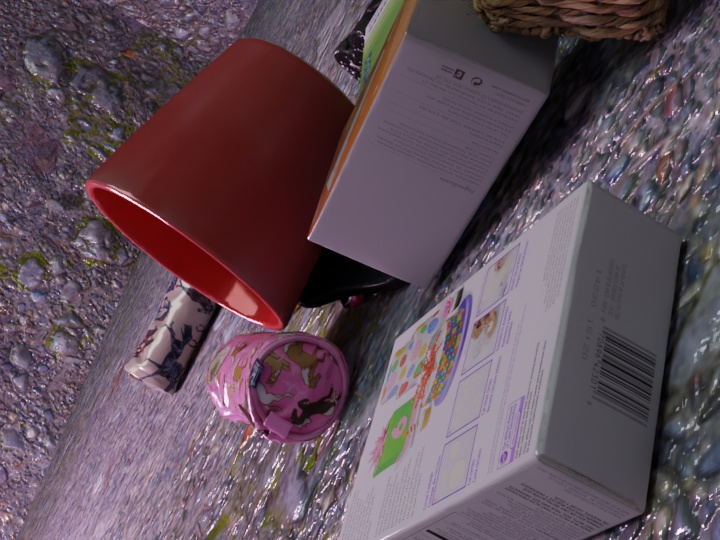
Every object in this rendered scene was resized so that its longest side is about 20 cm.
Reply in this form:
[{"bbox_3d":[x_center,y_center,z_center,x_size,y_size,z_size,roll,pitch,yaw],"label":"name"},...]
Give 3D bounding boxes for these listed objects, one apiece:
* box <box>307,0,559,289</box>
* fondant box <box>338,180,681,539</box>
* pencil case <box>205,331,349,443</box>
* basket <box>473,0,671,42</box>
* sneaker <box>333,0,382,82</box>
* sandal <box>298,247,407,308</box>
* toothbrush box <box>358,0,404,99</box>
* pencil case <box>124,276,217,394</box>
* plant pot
[{"bbox_3d":[0.050,-0.106,0.834,0.201,0.096,0.125,118,171,-47],"label":"box"},{"bbox_3d":[0.067,0.069,0.599,0.200,0.058,0.146,-42,25,53],"label":"fondant box"},{"bbox_3d":[-0.073,0.092,1.013,0.200,0.085,0.084,174,89,-74],"label":"pencil case"},{"bbox_3d":[0.121,-0.255,0.704,0.202,0.141,0.149,-69,-27,-22],"label":"basket"},{"bbox_3d":[0.031,-0.273,1.352,0.105,0.060,0.200,-51,5,-8],"label":"sneaker"},{"bbox_3d":[0.000,0.000,1.015,0.199,0.045,0.076,-4,64,57],"label":"sandal"},{"bbox_3d":[0.070,-0.205,1.026,0.146,0.085,0.201,-56,16,28],"label":"toothbrush box"},{"bbox_3d":[-0.255,0.074,1.699,0.089,0.077,0.202,26,89,55],"label":"pencil case"},{"bbox_3d":[-0.096,-0.079,1.015,0.178,0.200,0.200,-56,12,-14],"label":"plant pot"}]
